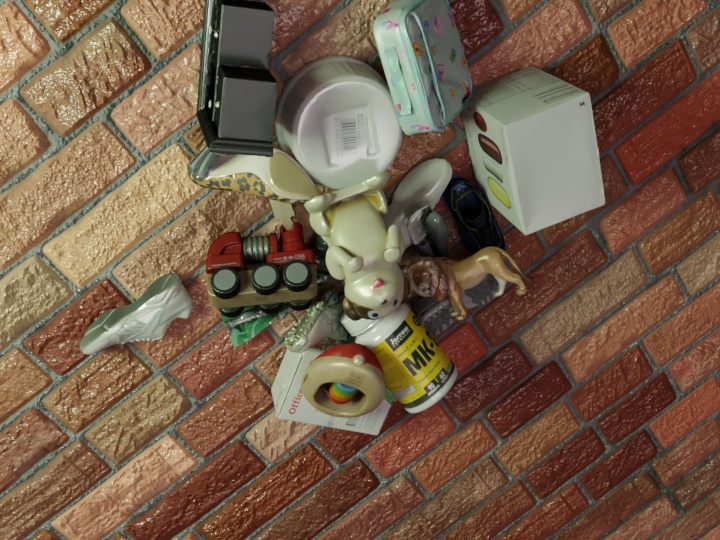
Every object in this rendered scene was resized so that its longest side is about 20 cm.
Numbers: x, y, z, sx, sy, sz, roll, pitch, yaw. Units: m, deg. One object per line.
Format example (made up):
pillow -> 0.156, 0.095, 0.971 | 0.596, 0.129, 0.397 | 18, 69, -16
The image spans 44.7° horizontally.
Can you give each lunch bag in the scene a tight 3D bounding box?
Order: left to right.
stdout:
lunch bag -> 0.097, -0.312, 1.331 | 0.076, 0.161, 0.202 | -3, 120, 34

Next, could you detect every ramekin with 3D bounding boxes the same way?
ramekin -> -0.029, -0.225, 1.370 | 0.197, 0.098, 0.203 | -6, 115, -13

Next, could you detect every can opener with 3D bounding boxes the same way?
can opener -> 0.118, -0.046, 1.464 | 0.053, 0.067, 0.200 | -41, 156, -6

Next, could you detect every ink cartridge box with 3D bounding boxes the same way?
ink cartridge box -> -0.042, 0.196, 1.548 | 0.197, 0.088, 0.147 | 12, 114, -23

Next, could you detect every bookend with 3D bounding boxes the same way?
bookend -> -0.173, -0.288, 1.241 | 0.091, 0.200, 0.202 | 2, 114, -17

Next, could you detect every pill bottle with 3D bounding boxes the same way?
pill bottle -> 0.062, 0.128, 1.459 | 0.114, 0.114, 0.201 | -39, 101, 4

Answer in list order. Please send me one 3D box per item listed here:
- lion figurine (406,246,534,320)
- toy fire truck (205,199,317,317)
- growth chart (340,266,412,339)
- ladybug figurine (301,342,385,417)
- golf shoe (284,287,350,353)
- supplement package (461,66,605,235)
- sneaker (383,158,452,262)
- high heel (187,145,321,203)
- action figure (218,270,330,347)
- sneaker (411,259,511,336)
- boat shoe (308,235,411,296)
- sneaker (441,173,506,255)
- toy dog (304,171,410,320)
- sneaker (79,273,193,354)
lion figurine -> 0.182, 0.005, 1.457 | 0.198, 0.073, 0.124 | -24, 104, -2
toy fire truck -> -0.163, -0.047, 1.413 | 0.173, 0.203, 0.129 | -5, 153, -3
growth chart -> 0.022, 0.089, 1.573 | 0.142, 0.018, 0.203 | -3, 114, -16
ladybug figurine -> -0.024, 0.174, 1.414 | 0.134, 0.073, 0.200 | 21, 147, -10
golf shoe -> -0.056, 0.101, 1.448 | 0.078, 0.200, 0.098 | -38, 94, 25
supplement package -> 0.272, -0.198, 1.413 | 0.145, 0.200, 0.194 | -20, 117, -6
sneaker -> 0.096, -0.099, 1.489 | 0.088, 0.076, 0.201 | 28, 110, -38
high heel -> -0.166, -0.138, 1.357 | 0.198, 0.142, 0.072 | 23, 67, -20
action figure -> -0.143, 0.044, 1.486 | 0.198, 0.055, 0.120 | -24, 115, -9
sneaker -> 0.173, 0.028, 1.544 | 0.198, 0.082, 0.075 | -32, 129, -1
boat shoe -> 0.000, 0.000, 1.497 | 0.199, 0.072, 0.068 | 31, 109, -19
sneaker -> 0.204, -0.075, 1.517 | 0.070, 0.078, 0.201 | -37, 118, 1
toy dog -> -0.002, -0.022, 1.351 | 0.138, 0.194, 0.203 | -19, 86, -20
sneaker -> -0.364, 0.090, 1.431 | 0.199, 0.071, 0.081 | -31, 121, -2
